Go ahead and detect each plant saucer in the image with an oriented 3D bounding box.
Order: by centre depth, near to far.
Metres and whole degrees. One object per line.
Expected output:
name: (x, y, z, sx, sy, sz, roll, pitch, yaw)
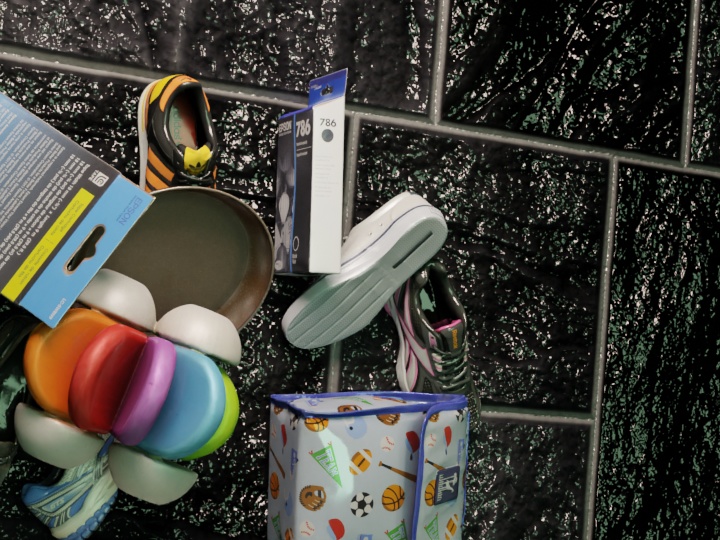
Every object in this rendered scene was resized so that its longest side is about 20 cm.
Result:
plant saucer: (-0.179, 0.001, 1.336, 0.198, 0.032, 0.202, -13, 128, -17)

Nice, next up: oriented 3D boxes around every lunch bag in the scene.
lunch bag: (0.017, 0.207, 1.416, 0.198, 0.124, 0.172, 1, 95, -24)

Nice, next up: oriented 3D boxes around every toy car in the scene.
toy car: (-0.198, 0.099, 1.234, 0.199, 0.150, 0.176, 23, 81, -7)

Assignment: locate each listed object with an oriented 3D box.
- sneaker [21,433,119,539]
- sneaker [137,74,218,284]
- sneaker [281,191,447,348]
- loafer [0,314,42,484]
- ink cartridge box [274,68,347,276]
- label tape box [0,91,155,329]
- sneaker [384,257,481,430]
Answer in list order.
sneaker: (-0.240, 0.153, 1.327, 0.085, 0.077, 0.201, 38, 73, -16)
sneaker: (-0.168, -0.086, 1.356, 0.069, 0.090, 0.202, -7, 92, -25)
sneaker: (0.000, 0.000, 1.446, 0.199, 0.071, 0.073, -38, 127, 2)
loafer: (-0.334, 0.134, 1.287, 0.071, 0.063, 0.202, 24, 79, -23)
ink cartridge box: (-0.050, -0.096, 1.408, 0.039, 0.099, 0.202, 4, 87, -24)
label tape box: (-0.287, -0.047, 1.250, 0.199, 0.063, 0.145, 33, 79, 19)
sneaker: (0.079, 0.077, 1.472, 0.080, 0.086, 0.201, -26, 100, -23)
